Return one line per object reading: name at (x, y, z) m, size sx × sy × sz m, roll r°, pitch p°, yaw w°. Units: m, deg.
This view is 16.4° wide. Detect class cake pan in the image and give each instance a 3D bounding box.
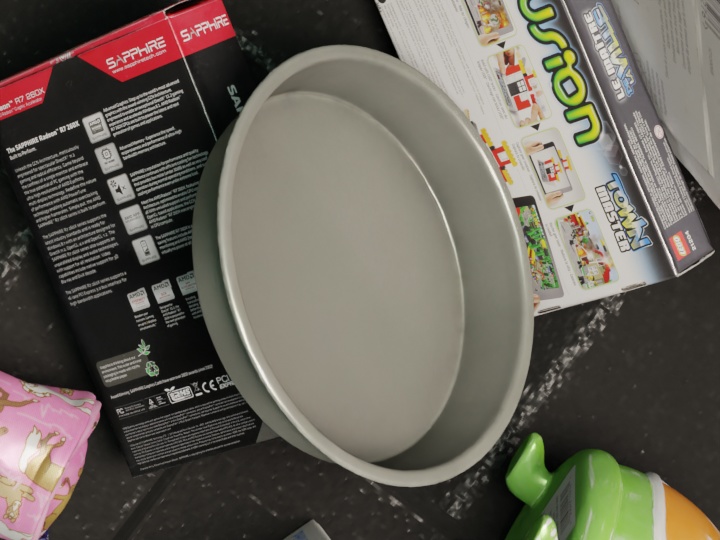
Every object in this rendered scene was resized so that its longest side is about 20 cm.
cake pan at (0.000, 0.000, 1.119) m, size 0.200 × 0.037 × 0.201 m, roll 17°, pitch 66°, yaw -42°

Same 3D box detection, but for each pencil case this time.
pencil case at (-0.223, 0.058, 1.151) m, size 0.199 × 0.087 × 0.083 m, roll 23°, pitch 47°, yaw -7°

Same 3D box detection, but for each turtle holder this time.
turtle holder at (0.107, 0.183, 1.178) m, size 0.131 × 0.141 × 0.186 m, roll 25°, pitch 89°, yaw -9°

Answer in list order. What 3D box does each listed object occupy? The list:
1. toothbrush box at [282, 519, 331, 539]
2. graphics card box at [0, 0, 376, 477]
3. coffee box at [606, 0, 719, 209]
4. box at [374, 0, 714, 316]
toothbrush box at (-0.072, 0.214, 1.154) m, size 0.200 × 0.146 × 0.085 m, roll -35°, pitch 98°, yaw -5°
graphics card box at (-0.086, -0.013, 1.155) m, size 0.125 × 0.051 × 0.201 m, roll -19°, pitch 96°, yaw 33°
coffee box at (0.226, -0.145, 1.100) m, size 0.197 × 0.200 × 0.200 m, roll -24°, pitch 137°, yaw -10°
box at (0.080, -0.082, 1.176) m, size 0.035 × 0.110 × 0.201 m, roll -29°, pitch 99°, yaw -45°
